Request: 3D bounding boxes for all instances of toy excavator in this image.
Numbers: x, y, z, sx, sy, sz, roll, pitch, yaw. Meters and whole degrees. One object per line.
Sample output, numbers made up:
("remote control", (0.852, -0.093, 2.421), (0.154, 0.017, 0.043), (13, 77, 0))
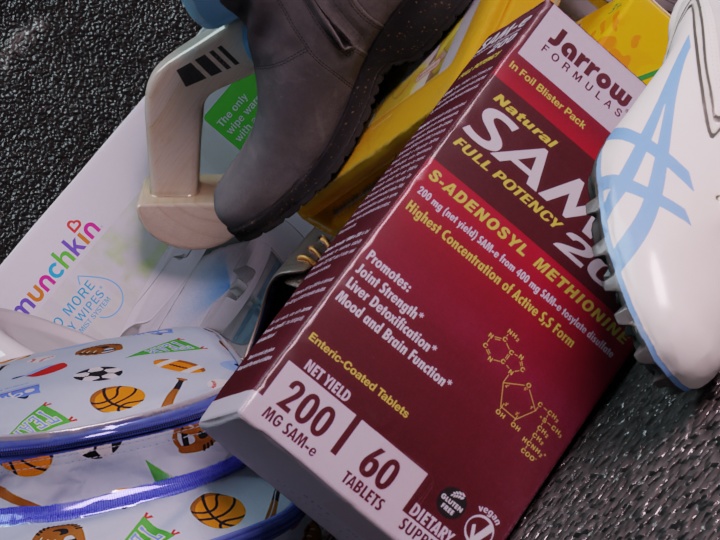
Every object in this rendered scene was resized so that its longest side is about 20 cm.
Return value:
("toy excavator", (-0.054, -0.126, 0.996), (0.200, 0.195, 0.100), (-23, 26, 15))

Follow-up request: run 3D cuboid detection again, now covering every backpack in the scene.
("backpack", (-0.098, 0.110, 0.821), (0.200, 0.154, 0.190), (-17, 22, -15))

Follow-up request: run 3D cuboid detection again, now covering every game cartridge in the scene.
("game cartridge", (0.049, -0.125, 0.934), (0.176, 0.032, 0.200), (-32, 33, 61))

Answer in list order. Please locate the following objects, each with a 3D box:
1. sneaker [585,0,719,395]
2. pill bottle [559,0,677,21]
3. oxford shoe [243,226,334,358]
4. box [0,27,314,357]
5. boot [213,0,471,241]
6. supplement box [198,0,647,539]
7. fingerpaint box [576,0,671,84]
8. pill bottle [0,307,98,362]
("sneaker", (0.130, -0.041, 0.703), (0.072, 0.072, 0.200), (-16, 35, 35))
("pill bottle", (0.150, -0.181, 1.002), (0.200, 0.112, 0.113), (-42, 13, 38))
("oxford shoe", (0.000, 0.000, 1.019), (0.200, 0.071, 0.073), (-63, -21, -3))
("box", (-0.074, -0.006, 1.114), (0.200, 0.176, 0.097), (-49, -2, 1))
("boot", (-0.045, -0.115, 0.910), (0.200, 0.132, 0.070), (-52, 17, 27))
("supplement box", (0.045, 0.011, 0.758), (0.200, 0.109, 0.061), (-54, 10, -19))
("fingerpaint box", (0.060, -0.021, 0.910), (0.167, 0.073, 0.200), (-53, 11, -18))
("pill bottle", (-0.174, 0.128, 0.967), (0.116, 0.116, 0.200), (-125, 59, -80))
